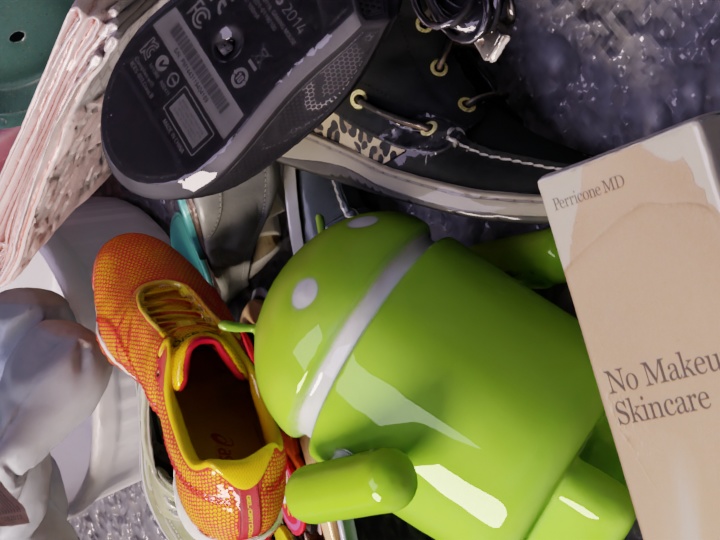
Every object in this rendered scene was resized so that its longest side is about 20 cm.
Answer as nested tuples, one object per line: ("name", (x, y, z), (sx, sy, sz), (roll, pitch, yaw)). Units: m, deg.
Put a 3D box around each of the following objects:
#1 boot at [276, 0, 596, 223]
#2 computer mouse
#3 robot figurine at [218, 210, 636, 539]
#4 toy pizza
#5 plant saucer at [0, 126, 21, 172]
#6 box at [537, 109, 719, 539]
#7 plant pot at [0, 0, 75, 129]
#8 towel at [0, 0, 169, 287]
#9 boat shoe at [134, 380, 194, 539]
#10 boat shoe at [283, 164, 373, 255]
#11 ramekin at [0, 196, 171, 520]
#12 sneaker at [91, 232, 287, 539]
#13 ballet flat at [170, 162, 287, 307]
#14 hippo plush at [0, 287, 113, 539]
("boot", (0.038, -0.109, 0.724), (0.202, 0.073, 0.155), (17, 102, 31))
("computer mouse", (-0.029, -0.100, 0.705), (0.199, 0.053, 0.139), (-37, 65, 19))
("robot figurine", (0.038, 0.053, 0.714), (0.199, 0.176, 0.116), (33, 147, 12))
("toy pizza", (-0.039, 0.109, 0.848), (0.200, 0.031, 0.202), (167, 90, -79))
("plant saucer", (-0.265, -0.093, 1.008), (0.200, 0.200, 0.051), (26, 144, 43))
("box", (0.151, 0.042, 0.631), (0.095, 0.077, 0.202), (-22, 85, 50))
("plant pot", (-0.206, -0.165, 0.888), (0.135, 0.199, 0.201), (61, 139, 25))
("towel", (-0.122, -0.106, 0.838), (0.032, 0.200, 0.191), (33, 131, -1))
("boat shoe", (-0.100, 0.107, 0.916), (0.062, 0.071, 0.201), (-87, -11, -54))
("boat shoe", (0.000, 0.000, 0.829), (0.061, 0.073, 0.202), (-9, 87, 7))
("ramekin", (-0.180, 0.049, 1.012), (0.200, 0.097, 0.202), (19, 116, 46))
("sneaker", (-0.079, 0.041, 0.782), (0.200, 0.072, 0.078), (55, 150, 41))
("ballet flat", (-0.069, -0.022, 0.878), (0.200, 0.063, 0.068), (111, 140, -74))
("hippo plush", (-0.190, 0.118, 0.891), (0.200, 0.158, 0.161), (52, 168, 45))
